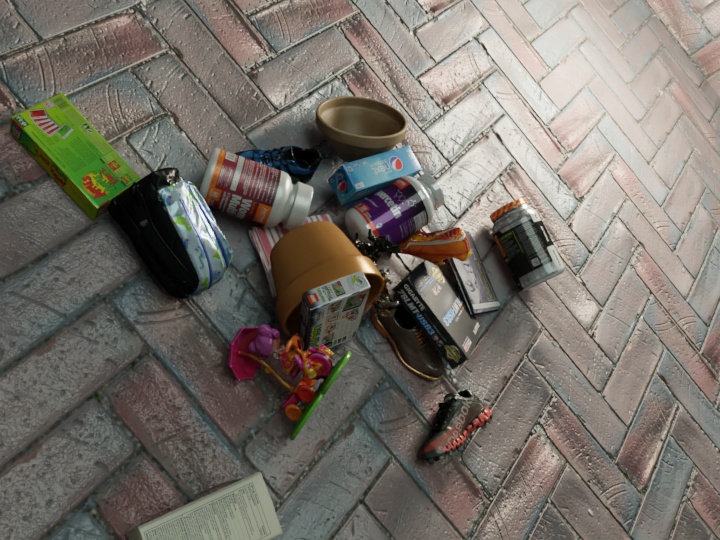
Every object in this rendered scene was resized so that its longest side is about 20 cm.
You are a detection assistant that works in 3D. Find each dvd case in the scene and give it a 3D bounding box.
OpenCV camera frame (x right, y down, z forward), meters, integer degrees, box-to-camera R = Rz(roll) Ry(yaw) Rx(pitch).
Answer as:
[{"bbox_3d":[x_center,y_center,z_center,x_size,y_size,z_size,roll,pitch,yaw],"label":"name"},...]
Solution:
[{"bbox_3d":[0.250,0.001,1.508,0.148,0.016,0.202,-1,67,-56],"label":"dvd case"}]

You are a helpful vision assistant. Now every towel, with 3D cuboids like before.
[{"bbox_3d":[-0.113,-0.032,1.314,0.198,0.030,0.148,-14,77,-40],"label":"towel"}]

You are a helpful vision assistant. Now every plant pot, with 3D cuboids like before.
[{"bbox_3d":[-0.074,0.007,1.188,0.198,0.200,0.141,-11,62,-36],"label":"plant pot"},{"bbox_3d":[-0.003,-0.295,1.444,0.198,0.093,0.202,8,38,-6],"label":"plant pot"}]

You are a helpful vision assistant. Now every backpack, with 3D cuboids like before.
[{"bbox_3d":[-0.308,-0.053,1.118,0.153,0.162,0.202,-20,86,-52],"label":"backpack"}]

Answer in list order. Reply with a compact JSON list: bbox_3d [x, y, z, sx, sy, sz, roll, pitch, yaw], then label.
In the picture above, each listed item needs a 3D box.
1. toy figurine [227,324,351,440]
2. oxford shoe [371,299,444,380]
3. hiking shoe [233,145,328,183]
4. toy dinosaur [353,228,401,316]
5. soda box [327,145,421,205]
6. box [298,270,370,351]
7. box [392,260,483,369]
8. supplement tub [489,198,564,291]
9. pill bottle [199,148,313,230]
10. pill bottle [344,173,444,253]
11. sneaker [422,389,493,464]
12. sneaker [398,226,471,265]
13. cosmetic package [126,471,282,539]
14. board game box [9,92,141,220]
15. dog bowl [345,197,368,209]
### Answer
[{"bbox_3d":[-0.136,0.158,1.122,0.183,0.201,0.150,35,38,1],"label":"toy figurine"},{"bbox_3d":[0.107,0.141,1.342,0.200,0.073,0.071,46,52,-6],"label":"oxford shoe"},{"bbox_3d":[-0.169,-0.223,1.327,0.198,0.087,0.075,-8,72,-35],"label":"hiking shoe"},{"bbox_3d":[0.000,0.000,1.286,0.199,0.136,0.102,32,31,-1],"label":"toy dinosaur"},{"bbox_3d":[0.033,-0.202,1.398,0.199,0.068,0.065,-22,81,-38],"label":"soda box"},{"bbox_3d":[-0.050,0.080,1.143,0.109,0.201,0.035,-20,65,-19],"label":"box"},{"bbox_3d":[0.167,0.081,1.377,0.199,0.050,0.200,52,24,1],"label":"box"},{"bbox_3d":[0.396,-0.063,1.598,0.122,0.122,0.202,-17,79,-37],"label":"supplement tub"},{"bbox_3d":[-0.196,-0.145,1.243,0.198,0.110,0.111,18,59,-14],"label":"pill bottle"},{"bbox_3d":[0.073,-0.120,1.378,0.199,0.112,0.113,-33,87,-13],"label":"pill bottle"},{"bbox_3d":[0.178,0.302,1.315,0.199,0.071,0.099,-28,85,-41],"label":"sneaker"},{"bbox_3d":[0.139,-0.043,1.388,0.073,0.199,0.078,-41,120,-35],"label":"sneaker"},{"bbox_3d":[-0.232,0.393,0.993,0.198,0.087,0.104,-14,74,-36],"label":"cosmetic package"},{"bbox_3d":[-0.484,-0.196,1.134,0.200,0.048,0.102,47,52,-5],"label":"board game box"},{"bbox_3d":[0.052,-0.171,1.471,0.198,0.050,0.113,8,64,-29],"label":"dog bowl"}]
